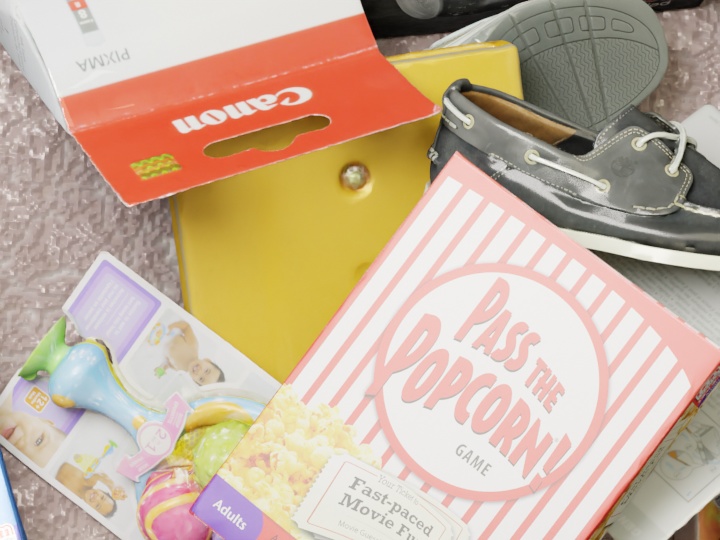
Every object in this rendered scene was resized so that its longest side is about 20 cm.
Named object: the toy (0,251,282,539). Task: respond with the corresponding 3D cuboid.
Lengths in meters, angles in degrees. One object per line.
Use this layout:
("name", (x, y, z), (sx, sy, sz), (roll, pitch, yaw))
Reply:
("toy", (-0.078, 0.097, 1.227), (0.200, 0.047, 0.115), (39, 111, 5))

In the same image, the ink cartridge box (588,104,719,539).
("ink cartridge box", (0.150, 0.033, 1.231), (0.200, 0.047, 0.160), (-38, 61, -16))

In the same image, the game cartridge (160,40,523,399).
("game cartridge", (0.000, 0.000, 1.264), (0.176, 0.032, 0.200), (-9, 104, -12))

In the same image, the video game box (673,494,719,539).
("video game box", (0.248, 0.067, 1.317), (0.182, 0.047, 0.200), (2, 75, -6))

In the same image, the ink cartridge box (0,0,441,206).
("ink cartridge box", (-0.077, -0.117, 1.222), (0.162, 0.050, 0.200), (-17, 37, -20))

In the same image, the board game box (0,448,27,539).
("board game box", (-0.254, 0.057, 1.231), (0.152, 0.045, 0.200), (-17, 78, -6))

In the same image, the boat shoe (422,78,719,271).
("boat shoe", (0.128, -0.040, 1.199), (0.200, 0.072, 0.068), (13, 102, 13))

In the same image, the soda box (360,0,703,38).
("soda box", (0.083, -0.164, 1.334), (0.200, 0.071, 0.063), (-7, 77, -10))

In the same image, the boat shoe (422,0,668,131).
("boat shoe", (0.058, -0.088, 1.316), (0.202, 0.065, 0.075), (-24, 104, -14))

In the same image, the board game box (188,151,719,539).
("board game box", (0.044, 0.073, 1.155), (0.151, 0.046, 0.200), (37, 91, 15))
